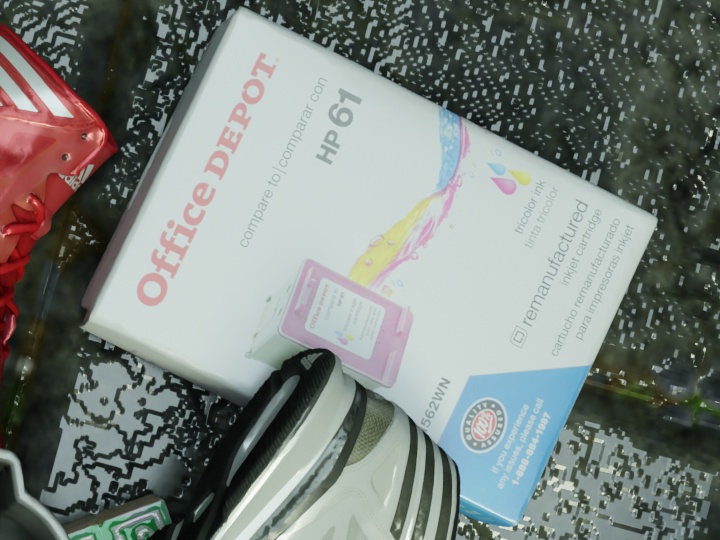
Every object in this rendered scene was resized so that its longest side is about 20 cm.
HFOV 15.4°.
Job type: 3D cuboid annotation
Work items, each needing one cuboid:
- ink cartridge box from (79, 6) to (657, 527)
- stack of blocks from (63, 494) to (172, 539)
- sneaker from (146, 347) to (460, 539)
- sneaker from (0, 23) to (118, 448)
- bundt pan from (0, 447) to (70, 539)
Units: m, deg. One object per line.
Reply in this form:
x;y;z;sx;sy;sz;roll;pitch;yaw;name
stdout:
0.000;0.000;1.109;0.199;0.085;0.145;26;85;-6;ink cartridge box
-0.080;0.153;1.105;0.199;0.059;0.116;-19;91;-8;stack of blocks
-0.033;0.140;1.045;0.115;0.076;0.201;36;96;-19;sneaker
-0.147;-0.008;1.092;0.115;0.078;0.201;-15;92;-7;sneaker
-0.204;0.144;1.017;0.200;0.076;0.203;1;85;-9;bundt pan
